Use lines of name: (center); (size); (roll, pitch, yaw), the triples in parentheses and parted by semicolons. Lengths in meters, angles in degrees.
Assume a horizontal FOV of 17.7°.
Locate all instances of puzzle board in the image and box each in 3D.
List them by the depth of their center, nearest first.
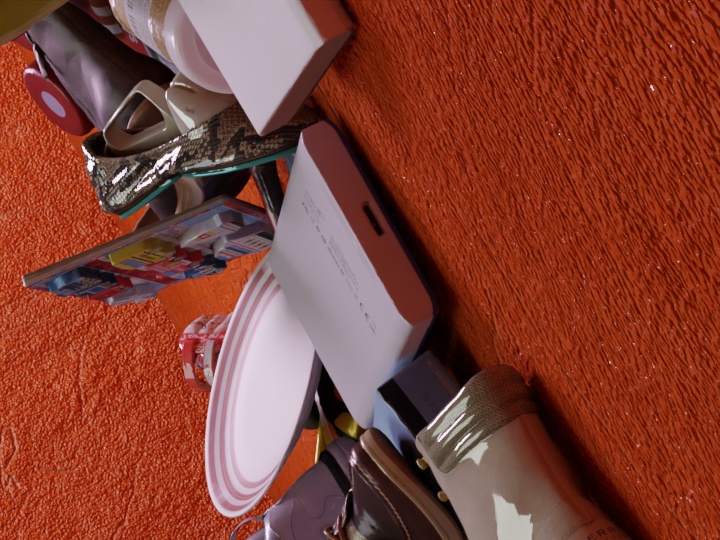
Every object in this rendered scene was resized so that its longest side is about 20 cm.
puzzle board: (-0.131, -0.009, 1.599); (0.200, 0.150, 0.017); (16, -127, -77)

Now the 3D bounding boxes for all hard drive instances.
hard drive: (-0.079, -0.181, 1.205); (0.200, 0.026, 0.132); (59, 157, 7)
hard drive: (-0.007, 0.007, 1.391); (0.132, 0.025, 0.200); (61, 164, 15)

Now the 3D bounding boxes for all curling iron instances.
curling iron: (-0.074, -0.083, 1.531); (0.201, 0.025, 0.050); (69, 168, -11)

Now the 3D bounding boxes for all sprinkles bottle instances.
sprinkles bottle: (-0.099, -0.155, 1.370); (0.068, 0.068, 0.200); (63, 171, -21)

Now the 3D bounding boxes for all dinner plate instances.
dinner plate: (-0.062, 0.076, 1.615); (0.024, 0.201, 0.200); (17, -172, -20)

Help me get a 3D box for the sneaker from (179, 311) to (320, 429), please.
sneaker: (-0.084, 0.080, 1.786); (0.201, 0.108, 0.067); (-97, -4, -71)

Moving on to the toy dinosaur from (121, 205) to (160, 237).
toy dinosaur: (-0.125, -0.046, 1.724); (0.058, 0.200, 0.101); (9, 98, 35)

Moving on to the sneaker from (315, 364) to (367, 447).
sneaker: (-0.017, 0.050, 1.653); (0.200, 0.070, 0.090); (-123, 30, -45)

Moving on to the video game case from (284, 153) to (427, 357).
video game case: (0.000, 0.000, 1.491); (0.143, 0.019, 0.200); (55, 170, 30)

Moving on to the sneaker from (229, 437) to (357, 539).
sneaker: (0.004, 0.217, 1.534); (0.200, 0.115, 0.075); (52, 165, 16)

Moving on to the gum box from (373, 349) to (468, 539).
gum box: (0.074, 0.147, 1.415); (0.170, 0.045, 0.200); (52, 170, 12)

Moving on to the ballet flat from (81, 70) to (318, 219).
ballet flat: (-0.110, -0.086, 1.421); (0.200, 0.068, 0.075); (-17, 109, 48)

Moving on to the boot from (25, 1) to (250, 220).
boot: (-0.155, -0.109, 1.582); (0.166, 0.072, 0.200); (44, 167, 8)

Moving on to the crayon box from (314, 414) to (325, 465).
crayon box: (0.003, 0.168, 1.722); (0.127, 0.051, 0.200); (69, -160, -51)

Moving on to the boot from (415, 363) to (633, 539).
boot: (0.084, 0.154, 1.254); (0.155, 0.072, 0.200); (57, 153, 24)

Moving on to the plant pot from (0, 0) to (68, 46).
plant pot: (-0.223, -0.245, 1.387); (0.182, 0.199, 0.200); (56, 173, -15)

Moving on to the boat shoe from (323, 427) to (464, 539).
boat shoe: (0.017, 0.166, 1.403); (0.072, 0.072, 0.200); (49, 170, 28)

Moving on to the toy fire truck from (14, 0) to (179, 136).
toy fire truck: (-0.163, -0.166, 1.632); (0.168, 0.112, 0.200); (26, 152, 41)
